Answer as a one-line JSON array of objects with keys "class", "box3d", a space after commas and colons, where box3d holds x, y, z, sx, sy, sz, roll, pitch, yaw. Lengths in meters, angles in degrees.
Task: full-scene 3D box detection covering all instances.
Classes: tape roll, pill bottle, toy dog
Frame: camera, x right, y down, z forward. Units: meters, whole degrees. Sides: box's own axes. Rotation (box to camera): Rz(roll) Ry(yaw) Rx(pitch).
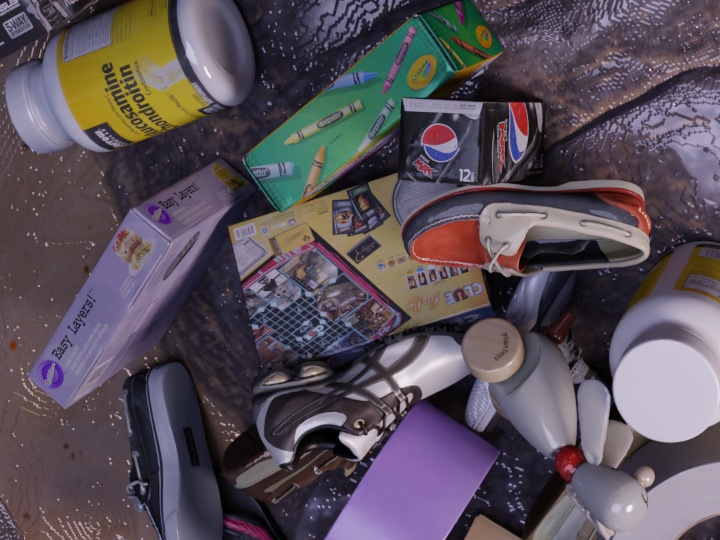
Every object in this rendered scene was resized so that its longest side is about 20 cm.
[{"class": "tape roll", "box3d": [0.295, 0.225, 1.633, 0.198, 0.066, 0.202, 0, 117, 0]}, {"class": "pill bottle", "box3d": [-0.197, -0.165, 1.683, 0.198, 0.112, 0.113, -18, 102, 24]}, {"class": "pill bottle", "box3d": [0.254, 0.057, 1.550, 0.110, 0.200, 0.112, 6, 110, 18]}, {"class": "toy dog", "box3d": [0.169, 0.106, 1.557, 0.096, 0.132, 0.200, -39, 78, -3]}, {"class": "tape roll", "box3d": [0.031, 0.214, 1.683, 0.085, 0.200, 0.201, 33, 116, 7]}]

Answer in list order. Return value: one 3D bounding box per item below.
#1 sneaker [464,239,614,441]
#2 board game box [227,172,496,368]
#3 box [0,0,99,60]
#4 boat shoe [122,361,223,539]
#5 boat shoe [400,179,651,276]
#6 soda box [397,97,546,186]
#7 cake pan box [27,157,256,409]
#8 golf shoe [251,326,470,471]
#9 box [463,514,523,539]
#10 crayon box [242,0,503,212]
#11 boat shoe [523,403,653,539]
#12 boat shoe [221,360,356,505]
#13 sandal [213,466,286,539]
[{"class": "sneaker", "box3d": [0.169, 0.065, 1.657, 0.113, 0.076, 0.201, 25, 116, 5]}, {"class": "board game box", "box3d": [0.000, 0.000, 1.650, 0.198, 0.035, 0.137, -17, 71, 8]}, {"class": "box", "box3d": [-0.287, -0.211, 1.652, 0.157, 0.200, 0.050, -24, 104, 25]}, {"class": "boat shoe", "box3d": [-0.178, 0.187, 1.796, 0.068, 0.073, 0.201, -17, 82, 29]}, {"class": "boat shoe", "box3d": [0.129, -0.026, 1.568, 0.198, 0.063, 0.072, -5, 139, 6]}, {"class": "soda box", "box3d": [0.090, -0.102, 1.551, 0.070, 0.200, 0.064, 4, 96, 18]}, {"class": "cake pan box", "box3d": [-0.185, 0.012, 1.701, 0.052, 0.184, 0.201, 38, 117, 8]}, {"class": "golf shoe", "box3d": [0.012, 0.108, 1.607, 0.198, 0.078, 0.095, -16, 60, 1]}, {"class": "box", "box3d": [0.150, 0.333, 1.735, 0.199, 0.021, 0.165, 29, 94, 18]}, {"class": "crayon box", "box3d": [0.010, -0.134, 1.614, 0.199, 0.119, 0.058, -37, 88, 26]}, {"class": "boat shoe", "box3d": [0.215, 0.167, 1.680, 0.066, 0.074, 0.201, 32, 118, -7]}, {"class": "boat shoe", "box3d": [-0.025, 0.143, 1.761, 0.201, 0.075, 0.075, -30, 120, 24]}, {"class": "sandal", "box3d": [-0.104, 0.257, 1.832, 0.200, 0.045, 0.075, 46, 116, 0]}]
